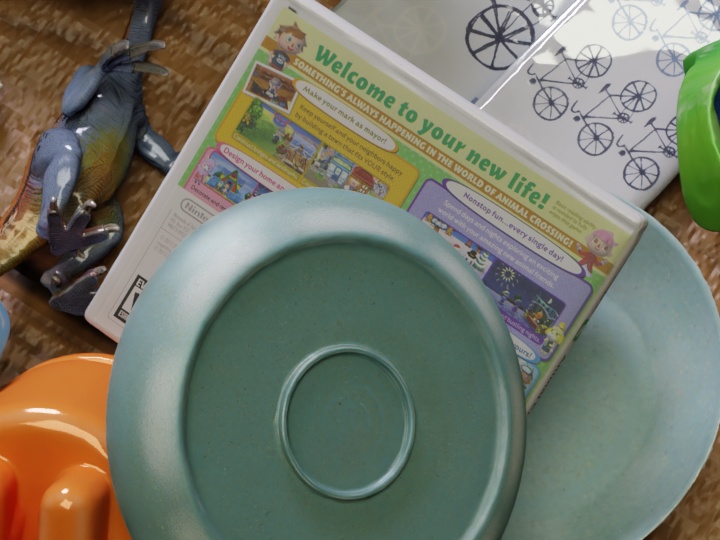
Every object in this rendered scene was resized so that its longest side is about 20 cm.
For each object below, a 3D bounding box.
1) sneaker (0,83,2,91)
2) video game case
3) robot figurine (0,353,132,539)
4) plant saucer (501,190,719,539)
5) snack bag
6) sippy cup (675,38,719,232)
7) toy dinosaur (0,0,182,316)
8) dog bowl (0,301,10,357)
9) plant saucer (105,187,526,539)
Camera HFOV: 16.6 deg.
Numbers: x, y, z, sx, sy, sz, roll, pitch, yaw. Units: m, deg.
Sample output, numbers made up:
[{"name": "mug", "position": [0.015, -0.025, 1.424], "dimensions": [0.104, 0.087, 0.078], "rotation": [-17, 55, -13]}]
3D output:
[{"name": "sneaker", "position": [-0.264, -0.055, 1.215], "dimensions": [0.200, 0.075, 0.089], "rotation": [-43, 96, -11]}, {"name": "video game case", "position": [0.000, 0.000, 1.123], "dimensions": [0.199, 0.022, 0.183], "rotation": [34, 100, 11]}, {"name": "robot figurine", "position": [-0.130, 0.100, 1.092], "dimensions": [0.143, 0.200, 0.117], "rotation": [-33, 94, 11]}, {"name": "plant saucer", "position": [0.074, 0.055, 1.167], "dimensions": [0.200, 0.039, 0.202], "rotation": [-5, 69, 12]}, {"name": "snack bag", "position": [0.085, -0.109, 1.253], "dimensions": [0.200, 0.021, 0.189], "rotation": [41, 75, 15]}, {"name": "sippy cup", "position": [0.233, -0.054, 1.172], "dimensions": [0.177, 0.140, 0.131], "rotation": [-14, 87, 0]}, {"name": "toy dinosaur", "position": [-0.138, -0.075, 1.211], "dimensions": [0.199, 0.105, 0.182], "rotation": [-13, 48, 8]}, {"name": "dog bowl", "position": [-0.229, 0.031, 1.126], "dimensions": [0.112, 0.200, 0.050], "rotation": [-51, 120, -21]}, {"name": "plant saucer", "position": [-0.010, 0.064, 1.038], "dimensions": [0.199, 0.027, 0.202], "rotation": [2, 86, -27]}]
